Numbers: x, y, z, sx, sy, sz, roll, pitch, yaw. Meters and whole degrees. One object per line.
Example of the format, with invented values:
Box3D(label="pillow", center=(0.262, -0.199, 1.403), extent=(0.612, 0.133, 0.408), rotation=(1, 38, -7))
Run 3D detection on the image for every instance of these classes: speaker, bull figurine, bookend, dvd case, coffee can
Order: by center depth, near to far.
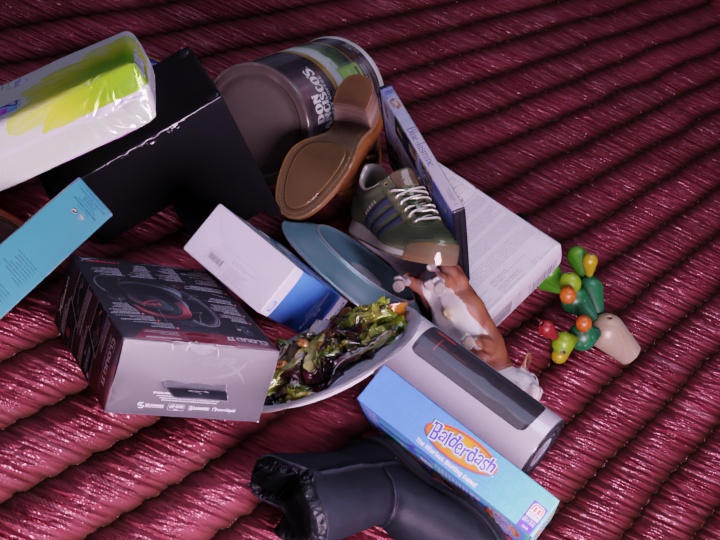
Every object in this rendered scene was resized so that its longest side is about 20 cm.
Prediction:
Box3D(label="speaker", center=(0.101, 0.123, 1.428), extent=(0.200, 0.081, 0.081), rotation=(37, 31, 18))
Box3D(label="bookend", center=(-0.214, -0.097, 1.504), extent=(0.092, 0.199, 0.200), rotation=(55, -5, 38))
Box3D(label="bull figurine", center=(0.115, 0.068, 1.534), extent=(0.200, 0.065, 0.121), rotation=(55, 19, 19))
Box3D(label="dvd case", center=(0.073, -0.097, 1.613), extent=(0.018, 0.143, 0.200), rotation=(-23, 57, -8))
Box3D(label="coffee can", center=(-0.078, -0.199, 1.741), extent=(0.146, 0.147, 0.200), rotation=(37, 31, 12))

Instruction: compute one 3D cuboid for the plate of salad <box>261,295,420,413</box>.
Box3D(label="plate of salad", center=(-0.039, 0.074, 1.343), extent=(0.048, 0.200, 0.200), rotation=(66, 26, -16))

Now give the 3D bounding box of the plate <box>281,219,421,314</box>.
Box3D(label="plate", center=(0.000, 0.000, 1.566), extent=(0.200, 0.026, 0.200), rotation=(37, 11, -9))

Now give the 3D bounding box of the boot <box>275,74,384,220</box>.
Box3D(label="boot", center=(-0.029, -0.112, 1.655), extent=(0.077, 0.155, 0.200), rotation=(15, 65, 14))

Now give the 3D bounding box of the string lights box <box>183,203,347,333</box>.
Box3D(label="string lights box", center=(-0.090, 0.006, 1.421), extent=(0.103, 0.059, 0.200), rotation=(39, 1, 17))

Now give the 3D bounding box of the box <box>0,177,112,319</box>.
Box3D(label="box", center=(-0.309, -0.003, 1.279), extent=(0.049, 0.082, 0.200), rotation=(48, 38, -10))

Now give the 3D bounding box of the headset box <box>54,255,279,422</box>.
Box3D(label="headset box", center=(-0.174, 0.064, 1.280), extent=(0.148, 0.075, 0.200), rotation=(7, 20, -30))

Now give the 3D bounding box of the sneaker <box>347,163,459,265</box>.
Box3D(label="sneaker", center=(0.045, -0.067, 1.556), extent=(0.067, 0.090, 0.200), rotation=(1, 12, -28))

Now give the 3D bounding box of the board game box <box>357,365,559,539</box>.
Box3D(label="board game box", center=(0.092, 0.178, 1.337), extent=(0.200, 0.045, 0.152), rotation=(38, -9, 13))

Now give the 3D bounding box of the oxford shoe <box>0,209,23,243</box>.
Box3D(label="oxford shoe", center=(-0.396, -0.027, 1.315), extent=(0.200, 0.071, 0.073), rotation=(8, 68, -43))

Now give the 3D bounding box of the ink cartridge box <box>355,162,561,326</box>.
Box3D(label="ink cartridge box", center=(0.111, -0.024, 1.676), extent=(0.200, 0.050, 0.161), rotation=(35, 60, 25))

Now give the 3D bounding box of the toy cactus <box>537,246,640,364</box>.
Box3D(label="toy cactus", center=(0.268, 0.057, 1.729), extent=(0.165, 0.102, 0.200), rotation=(42, 24, -15))

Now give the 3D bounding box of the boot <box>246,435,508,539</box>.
Box3D(label="boot", center=(0.014, 0.223, 1.250), extent=(0.200, 0.077, 0.168), rotation=(40, 27, 31))

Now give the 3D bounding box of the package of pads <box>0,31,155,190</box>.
Box3D(label="package of pads", center=(-0.293, -0.151, 1.366), extent=(0.155, 0.200, 0.068), rotation=(-111, 178, -67))

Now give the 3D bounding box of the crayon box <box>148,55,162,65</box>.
Box3D(label="crayon box", center=(-0.257, -0.187, 1.667), extent=(0.126, 0.052, 0.200), rotation=(20, 32, -16))

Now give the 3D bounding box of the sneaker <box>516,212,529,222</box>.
Box3D(label="sneaker", center=(0.122, -0.043, 1.739), extent=(0.200, 0.080, 0.071), rotation=(-3, 43, -39))
